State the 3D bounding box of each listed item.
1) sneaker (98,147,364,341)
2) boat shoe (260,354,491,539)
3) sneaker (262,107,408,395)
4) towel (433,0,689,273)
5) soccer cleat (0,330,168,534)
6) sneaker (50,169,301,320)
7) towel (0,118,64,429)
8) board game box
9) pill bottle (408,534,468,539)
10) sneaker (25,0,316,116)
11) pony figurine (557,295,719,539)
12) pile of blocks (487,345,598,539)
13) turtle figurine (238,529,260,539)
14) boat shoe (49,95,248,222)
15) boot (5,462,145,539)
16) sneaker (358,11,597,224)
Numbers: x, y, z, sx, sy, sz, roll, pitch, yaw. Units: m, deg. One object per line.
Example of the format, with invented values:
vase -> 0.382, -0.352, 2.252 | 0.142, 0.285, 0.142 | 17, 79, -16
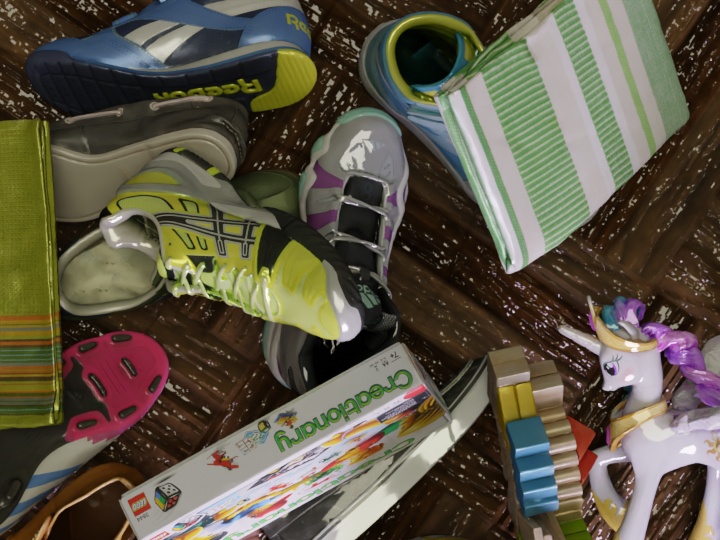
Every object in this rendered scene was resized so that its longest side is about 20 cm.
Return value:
sneaker -> -0.080, -0.002, 1.209 | 0.200, 0.075, 0.076 | 30, 54, 35
boat shoe -> 0.016, 0.120, 1.320 | 0.200, 0.071, 0.064 | -44, 87, -5
sneaker -> 0.000, 0.000, 1.271 | 0.078, 0.140, 0.200 | 9, 102, -18
towel -> 0.137, -0.110, 1.286 | 0.200, 0.023, 0.153 | -43, 123, -31
soccer cleat -> -0.217, 0.113, 1.317 | 0.200, 0.086, 0.070 | -40, 88, -26
sneaker -> -0.123, -0.013, 1.306 | 0.200, 0.090, 0.067 | -21, 93, -3
towel -> -0.239, 0.003, 1.262 | 0.086, 0.018, 0.200 | -4, 87, 9
board game box -> -0.043, 0.119, 1.234 | 0.200, 0.126, 0.035 | -29, 72, 3
pill bottle -> 0.062, 0.231, 1.253 | 0.112, 0.200, 0.112 | 0, 86, -6
sneaker -> -0.127, -0.150, 1.321 | 0.200, 0.074, 0.082 | -3, 61, 6
pony figurine -> 0.234, 0.109, 1.304 | 0.193, 0.167, 0.200 | -3, 105, 8
pile of blocks -> 0.131, 0.145, 1.273 | 0.062, 0.082, 0.200 | -12, 102, -7
turtle figurine -> -0.094, 0.264, 1.315 | 0.200, 0.064, 0.161 | -18, 90, -3
boat shoe -> -0.166, -0.078, 1.315 | 0.200, 0.057, 0.067 | -6, 127, 21
boot -> -0.217, 0.204, 1.272 | 0.071, 0.144, 0.201 | 41, 87, 0
sneaker -> 0.084, -0.097, 1.300 | 0.200, 0.131, 0.080 | 36, 87, -2
